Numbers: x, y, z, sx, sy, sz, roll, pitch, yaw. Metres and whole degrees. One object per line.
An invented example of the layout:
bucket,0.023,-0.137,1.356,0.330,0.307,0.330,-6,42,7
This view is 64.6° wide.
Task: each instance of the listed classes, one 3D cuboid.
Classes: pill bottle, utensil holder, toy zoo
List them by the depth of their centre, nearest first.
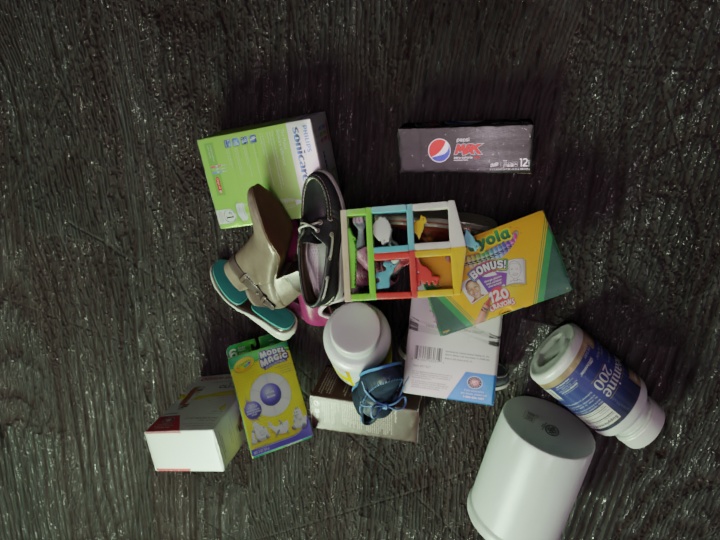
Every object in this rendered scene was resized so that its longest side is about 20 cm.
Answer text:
toy zoo,0.071,-0.028,0.812,0.194,0.020,0.135,-3,87,8
pill bottle,0.378,0.187,0.906,0.199,0.111,0.112,38,115,-3
pill bottle,-0.002,0.119,0.924,0.106,0.201,0.112,-1,69,3
utensil holder,0.287,0.344,0.961,0.166,0.170,0.205,16,112,7

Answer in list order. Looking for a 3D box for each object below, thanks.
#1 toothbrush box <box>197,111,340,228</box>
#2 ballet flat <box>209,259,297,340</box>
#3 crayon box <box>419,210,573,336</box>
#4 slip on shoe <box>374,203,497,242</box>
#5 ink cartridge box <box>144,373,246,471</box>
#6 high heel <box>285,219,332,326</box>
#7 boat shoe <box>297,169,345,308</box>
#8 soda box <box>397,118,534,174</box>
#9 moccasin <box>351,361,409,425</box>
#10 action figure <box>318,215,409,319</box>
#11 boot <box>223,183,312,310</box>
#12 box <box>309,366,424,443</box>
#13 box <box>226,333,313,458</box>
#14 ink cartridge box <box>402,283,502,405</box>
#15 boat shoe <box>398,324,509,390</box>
toothbrush box,-0.143,-0.160,0.919,0.195,0.086,0.149,-6,110,17
ballet flat,-0.196,0.060,1.028,0.198,0.069,0.070,36,116,14
crayon box,0.190,0.006,0.832,0.195,0.058,0.122,-20,83,8
slip on shoe,0.115,-0.064,0.901,0.194,0.074,0.063,10,116,5
ink cartridge box,-0.279,0.276,1.063,0.141,0.200,0.086,-7,107,17
high heel,-0.087,0.003,0.978,0.094,0.068,0.204,13,128,20
boat shoe,-0.065,-0.045,0.853,0.072,0.060,0.206,10,107,33
soda box,0.155,-0.184,0.846,0.194,0.063,0.073,2,111,13
moccasin,0.034,0.193,0.876,0.078,0.201,0.070,-9,68,-10
action figure,0.000,0.000,0.900,0.197,0.132,0.153,-2,76,42
boot,-0.166,-0.025,0.914,0.144,0.070,0.203,-15,111,34
box,0.016,0.238,1.027,0.194,0.100,0.077,3,113,14
box,-0.165,0.216,1.023,0.114,0.049,0.204,-15,72,-17
ink cartridge box,0.148,0.097,0.906,0.142,0.084,0.206,6,87,10
boat shoe,0.162,0.144,0.968,0.195,0.073,0.063,18,119,13
